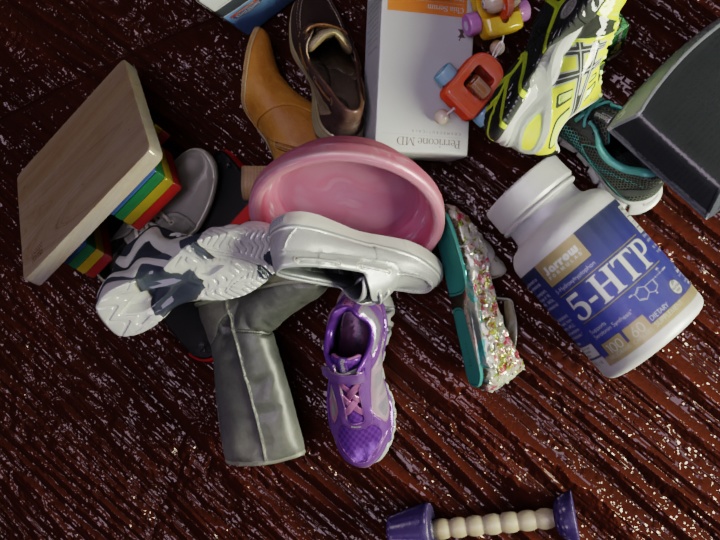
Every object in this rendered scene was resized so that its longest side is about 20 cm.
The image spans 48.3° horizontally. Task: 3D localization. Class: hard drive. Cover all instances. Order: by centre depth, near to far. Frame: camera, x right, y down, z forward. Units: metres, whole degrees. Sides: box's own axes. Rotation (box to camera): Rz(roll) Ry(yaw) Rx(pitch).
[{"bbox_3d":[0.336,-0.154,0.740,0.200,0.042,0.135,-42,80,-20],"label":"hard drive"}]

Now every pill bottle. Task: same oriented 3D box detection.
[{"bbox_3d":[0.220,-0.008,0.782,0.120,0.120,0.200,-42,81,12],"label":"pill bottle"}]

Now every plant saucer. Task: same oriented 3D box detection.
[{"bbox_3d":[-0.013,-0.068,0.821,0.199,0.201,0.051,-5,55,15],"label":"plant saucer"}]

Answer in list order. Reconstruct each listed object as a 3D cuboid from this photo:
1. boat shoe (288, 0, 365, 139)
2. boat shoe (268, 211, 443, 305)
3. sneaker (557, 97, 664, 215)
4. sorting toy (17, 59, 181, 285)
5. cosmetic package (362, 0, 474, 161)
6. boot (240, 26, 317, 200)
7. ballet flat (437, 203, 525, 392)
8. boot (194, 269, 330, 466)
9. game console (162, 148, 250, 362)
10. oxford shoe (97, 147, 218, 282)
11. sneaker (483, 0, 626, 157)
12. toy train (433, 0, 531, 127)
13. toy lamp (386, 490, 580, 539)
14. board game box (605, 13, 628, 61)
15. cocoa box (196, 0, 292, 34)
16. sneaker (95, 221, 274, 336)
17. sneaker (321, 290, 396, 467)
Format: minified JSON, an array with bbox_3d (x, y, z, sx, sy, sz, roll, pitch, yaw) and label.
[{"bbox_3d":[-0.030,-0.226,0.838,0.071,0.072,0.202,-3,63,-14],"label":"boat shoe"},{"bbox_3d":[0.000,0.000,0.802,0.072,0.199,0.069,-28,52,44],"label":"boat shoe"},{"bbox_3d":[0.229,-0.147,0.787,0.078,0.091,0.200,-44,81,-5],"label":"sneaker"},{"bbox_3d":[-0.291,-0.102,0.901,0.200,0.069,0.199,-42,44,14],"label":"sorting toy"},{"bbox_3d":[0.058,-0.217,0.827,0.100,0.071,0.202,1,93,-12],"label":"cosmetic package"},{"bbox_3d":[-0.056,-0.167,0.886,0.143,0.071,0.203,1,89,5],"label":"boot"},{"bbox_3d":[0.126,0.026,0.844,0.063,0.076,0.202,-12,93,-16],"label":"ballet flat"},{"bbox_3d":[-0.092,0.105,0.866,0.180,0.072,0.202,-13,87,28],"label":"boot"},{"bbox_3d":[-0.168,-0.012,0.935,0.200,0.031,0.177,-45,76,11],"label":"game console"},{"bbox_3d":[-0.233,-0.053,0.913,0.075,0.058,0.200,43,99,16],"label":"oxford shoe"},{"bbox_3d":[0.192,-0.196,0.730,0.076,0.076,0.201,23,117,-19],"label":"sneaker"},{"bbox_3d":[0.089,-0.245,0.767,0.150,0.056,0.200,-45,103,-9],"label":"toy train"},{"bbox_3d":[0.126,0.267,0.847,0.198,0.058,0.059,-11,89,12],"label":"toy lamp"},{"bbox_3d":[0.192,-0.299,0.791,0.023,0.105,0.201,-37,82,15],"label":"board game box"},{"bbox_3d":[-0.098,-0.374,0.851,0.199,0.131,0.134,-33,83,13],"label":"cocoa box"},{"bbox_3d":[-0.178,-0.017,0.841,0.198,0.130,0.080,-29,123,3],"label":"sneaker"},{"bbox_3d":[-0.007,0.114,0.862,0.080,0.088,0.202,0,92,13],"label":"sneaker"}]
